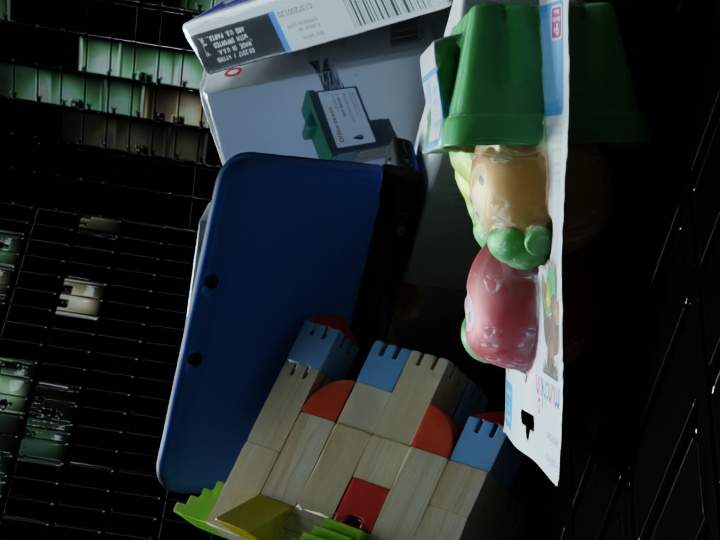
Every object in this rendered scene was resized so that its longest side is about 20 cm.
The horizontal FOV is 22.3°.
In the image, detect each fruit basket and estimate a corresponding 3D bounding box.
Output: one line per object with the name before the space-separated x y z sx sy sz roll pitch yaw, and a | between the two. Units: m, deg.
fruit basket | 0.068 -0.017 0.813 0.185 0.093 0.201 -130 45 -86

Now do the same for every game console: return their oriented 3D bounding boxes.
game console | -0.041 0.020 1.078 0.171 0.118 0.201 -95 18 -75

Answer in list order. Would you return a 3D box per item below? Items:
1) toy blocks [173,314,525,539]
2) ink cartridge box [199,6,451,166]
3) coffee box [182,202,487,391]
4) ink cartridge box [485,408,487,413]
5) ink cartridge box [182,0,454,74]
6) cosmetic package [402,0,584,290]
toy blocks | 0.015 0.103 0.971 0.100 0.199 0.137 45 -114 -49
ink cartridge box | 0.003 -0.129 1.232 0.146 0.199 0.085 -85 -17 -62
coffee box | -0.014 0.030 1.214 0.080 0.199 0.115 -90 9 -79
ink cartridge box | 0.026 0.188 1.120 0.200 0.083 0.145 -86 6 -53
ink cartridge box | 0.019 -0.196 1.157 0.200 0.197 0.044 -43 -65 -46
cosmetic package | 0.074 -0.076 1.061 0.200 0.071 0.102 105 172 -63
